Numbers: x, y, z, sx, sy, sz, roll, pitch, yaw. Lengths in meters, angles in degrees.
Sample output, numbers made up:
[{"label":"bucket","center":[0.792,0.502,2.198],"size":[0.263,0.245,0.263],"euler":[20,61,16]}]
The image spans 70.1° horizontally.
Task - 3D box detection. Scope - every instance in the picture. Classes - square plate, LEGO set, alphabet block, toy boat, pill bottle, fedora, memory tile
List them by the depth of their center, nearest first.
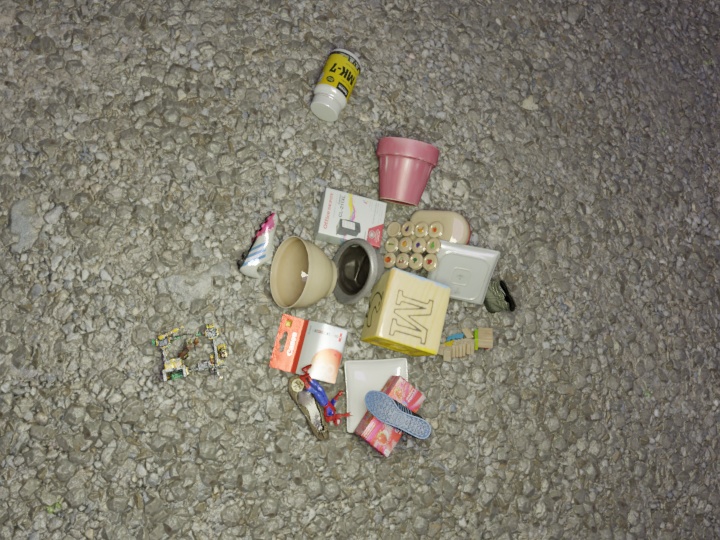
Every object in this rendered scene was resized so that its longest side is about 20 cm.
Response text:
[{"label":"LEGO set","center":[-0.457,0.220,1.375],"size":[0.196,0.116,0.157],"euler":[-1,80,-15]},{"label":"alphabet block","center":[0.131,0.130,1.514],"size":[0.193,0.195,0.203],"euler":[17,75,-9]},{"label":"square plate","center":[0.049,0.368,1.525],"size":[0.194,0.028,0.204],"euler":[0,80,-14]},{"label":"fedora","center":[0.000,0.000,1.529],"size":[0.089,0.202,0.177],"euler":[0,41,-45]},{"label":"memory tile","center":[0.158,-0.078,1.574],"size":[0.017,0.197,0.156],"euler":[27,71,-51]},{"label":"square plate","center":[0.310,0.013,1.584],"size":[0.196,0.029,0.201],"euler":[11,121,-1]},{"label":"pill bottle","center":[-0.080,-0.584,1.626],"size":[0.113,0.114,0.203],"euler":[23,75,-10]},{"label":"toy boat","center":[0.255,-0.120,1.631],"size":[0.197,0.130,0.133],"euler":[6,90,27]}]

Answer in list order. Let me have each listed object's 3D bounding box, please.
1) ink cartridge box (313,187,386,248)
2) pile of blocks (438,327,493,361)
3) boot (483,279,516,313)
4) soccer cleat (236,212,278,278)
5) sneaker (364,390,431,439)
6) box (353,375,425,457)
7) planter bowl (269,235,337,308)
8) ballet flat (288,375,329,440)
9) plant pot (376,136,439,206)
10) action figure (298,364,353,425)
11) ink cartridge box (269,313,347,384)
[{"label":"ink cartridge box","center":[-0.033,-0.152,1.576],"size":[0.196,0.083,0.149],"euler":[12,78,-13]},{"label":"pile of blocks","center":[0.329,0.236,1.625],"size":[0.196,0.083,0.063],"euler":[-12,126,-8]},{"label":"boot","center":[0.421,0.043,1.638],"size":[0.067,0.131,0.202],"euler":[-29,88,-18]},{"label":"soccer cleat","center":[-0.283,-0.069,1.508],"size":[0.086,0.070,0.202],"euler":[33,78,-17]},{"label":"sneaker","center":[0.099,0.393,1.382],"size":[0.198,0.078,0.071],"euler":[30,76,14]},{"label":"box","center":[0.082,0.409,1.455],"size":[0.099,0.095,0.201],"euler":[39,73,-5]},{"label":"planter bowl","center":[-0.152,0.014,1.472],"size":[0.133,0.198,0.204],"euler":[12,76,-40]},{"label":"ballet flat","center":[-0.145,0.392,1.466],"size":[0.067,0.046,0.203],"euler":[-26,88,-18]},{"label":"plant pot","center":[0.135,-0.302,1.603],"size":[0.196,0.200,0.183],"euler":[10,94,-13]},{"label":"action figure","center":[-0.085,0.354,1.447],"size":[0.097,0.066,0.202],"euler":[-19,112,15]},{"label":"ink cartridge box","center":[-0.148,0.226,1.495],"size":[0.197,0.050,0.165],"euler":[18,76,-15]}]
